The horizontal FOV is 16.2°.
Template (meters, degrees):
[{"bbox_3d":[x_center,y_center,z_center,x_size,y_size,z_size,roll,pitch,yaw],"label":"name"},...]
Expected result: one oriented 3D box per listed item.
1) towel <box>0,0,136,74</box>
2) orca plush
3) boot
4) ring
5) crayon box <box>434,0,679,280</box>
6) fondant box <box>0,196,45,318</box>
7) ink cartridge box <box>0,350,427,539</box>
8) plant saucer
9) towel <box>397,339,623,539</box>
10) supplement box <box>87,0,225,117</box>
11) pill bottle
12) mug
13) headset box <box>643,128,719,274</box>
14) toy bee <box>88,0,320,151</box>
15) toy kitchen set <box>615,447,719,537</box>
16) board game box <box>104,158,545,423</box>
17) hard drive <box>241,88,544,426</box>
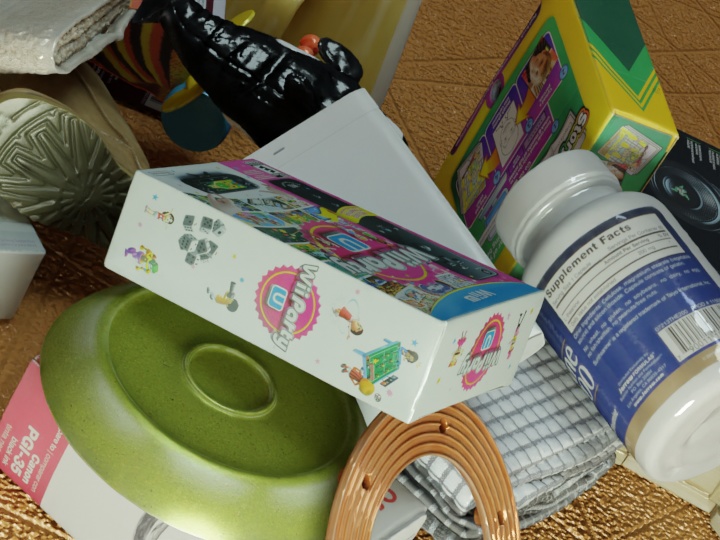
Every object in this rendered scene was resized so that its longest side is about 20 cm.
[{"bbox_3d":[-0.218,-0.152,1.553,0.131,0.035,0.200,2,17,12],"label":"towel"},{"bbox_3d":[-0.044,-0.124,1.581,0.105,0.071,0.200,-40,93,-20],"label":"orca plush"},{"bbox_3d":[-0.196,-0.095,1.565,0.175,0.066,0.200,42,8,-41],"label":"boot"},{"bbox_3d":[0.032,0.166,1.382,0.019,0.202,0.200,0,15,34],"label":"ring"},{"bbox_3d":[0.129,-0.075,1.739,0.058,0.201,0.173,17,35,-22],"label":"crayon box"},{"bbox_3d":[-0.292,-0.060,1.501,0.143,0.058,0.200,2,41,-39],"label":"fondant box"},{"bbox_3d":[-0.084,0.118,1.407,0.200,0.083,0.146,42,33,16],"label":"ink cartridge box"},{"bbox_3d":[-0.076,0.069,1.374,0.199,0.031,0.201,21,34,-15],"label":"plant saucer"},{"bbox_3d":[0.061,0.087,1.576,0.166,0.086,0.199,45,33,18],"label":"towel"},{"bbox_3d":[-0.195,-0.185,1.749,0.199,0.061,0.109,23,33,-16],"label":"supplement box"},{"bbox_3d":[0.169,0.023,1.574,0.110,0.111,0.200,-4,48,-42],"label":"pill bottle"},{"bbox_3d":[-0.018,-0.194,1.823,0.148,0.154,0.187,19,34,-20],"label":"mug"},{"bbox_3d":[0.240,-0.013,1.849,0.199,0.093,0.175,24,33,-12],"label":"headset box"},{"bbox_3d":[-0.079,-0.131,1.667,0.199,0.109,0.131,25,36,-25],"label":"toy bee"},{"bbox_3d":[0.238,0.115,1.607,0.199,0.164,0.181,29,32,-4],"label":"toy kitchen set"},{"bbox_3d":[-0.018,0.006,1.397,0.199,0.065,0.147,26,16,20],"label":"board game box"},{"bbox_3d":[0.000,0.000,1.501,0.131,0.026,0.200,-32,63,-7],"label":"hard drive"}]
